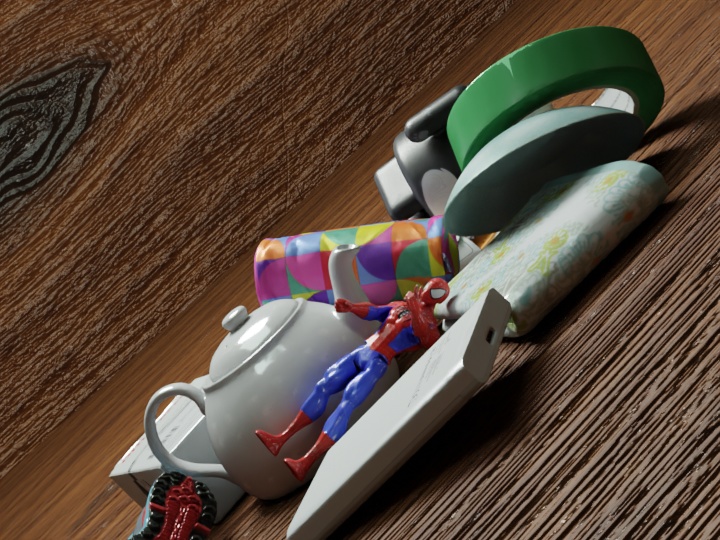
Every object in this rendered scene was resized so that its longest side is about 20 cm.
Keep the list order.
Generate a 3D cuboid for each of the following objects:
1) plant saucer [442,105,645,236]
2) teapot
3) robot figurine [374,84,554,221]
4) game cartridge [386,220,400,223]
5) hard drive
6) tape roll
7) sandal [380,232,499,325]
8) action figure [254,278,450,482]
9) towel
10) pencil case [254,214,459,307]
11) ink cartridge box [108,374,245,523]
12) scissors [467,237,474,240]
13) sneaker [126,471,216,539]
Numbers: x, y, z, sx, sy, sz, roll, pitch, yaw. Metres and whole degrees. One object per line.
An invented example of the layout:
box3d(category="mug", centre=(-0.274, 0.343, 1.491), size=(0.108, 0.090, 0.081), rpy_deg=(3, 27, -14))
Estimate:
box3d(category="plant saucer", centre=(0.156, -0.097, 1.252), size=(0.199, 0.039, 0.201), rpy_deg=(-22, -19, -8))
box3d(category="teapot", centre=(-0.074, 0.097, 1.259), size=(0.200, 0.146, 0.197), rpy_deg=(-47, 10, -33))
box3d(category="robot figurine", centre=(0.113, -0.120, 1.458), size=(0.199, 0.126, 0.150), rpy_deg=(-34, 1, 15))
box3d(category="game cartridge", centre=(-0.012, 0.043, 1.422), size=(0.202, 0.041, 0.133), rpy_deg=(-63, 16, -9))
box3d(category="hard drive", centre=(0.029, 0.109, 1.030), size=(0.200, 0.026, 0.132), rpy_deg=(-48, 5, 27))
box3d(category="tape roll", centre=(0.179, -0.143, 1.296), size=(0.198, 0.049, 0.201), rpy_deg=(-18, -25, -8))
box3d(category="sandal", centre=(0.061, 0.006, 1.404), size=(0.206, 0.059, 0.079), rpy_deg=(-42, 7, -8))
box3d(category="action figure", centre=(-0.005, 0.066, 1.132), size=(0.200, 0.099, 0.065), rpy_deg=(-44, 52, -12))
box3d(category="towel", centre=(0.150, -0.013, 1.158), size=(0.171, 0.048, 0.200), rpy_deg=(-46, 9, -13))
box3d(category="pencil case", centre=(0.000, 0.000, 1.321), size=(0.197, 0.090, 0.088), rpy_deg=(-6, 19, 14))
box3d(category="ink cartridge box", centre=(-0.156, 0.177, 1.419), size=(0.145, 0.084, 0.200), rpy_deg=(-49, 11, -24))
box3d(category="scissors", centre=(0.119, -0.036, 1.513), size=(0.200, 0.014, 0.073), rpy_deg=(-44, 11, -30))
box3d(category="sneaker", centre=(-0.177, 0.265, 1.195), size=(0.096, 0.079, 0.200), rpy_deg=(-63, -1, 29))
